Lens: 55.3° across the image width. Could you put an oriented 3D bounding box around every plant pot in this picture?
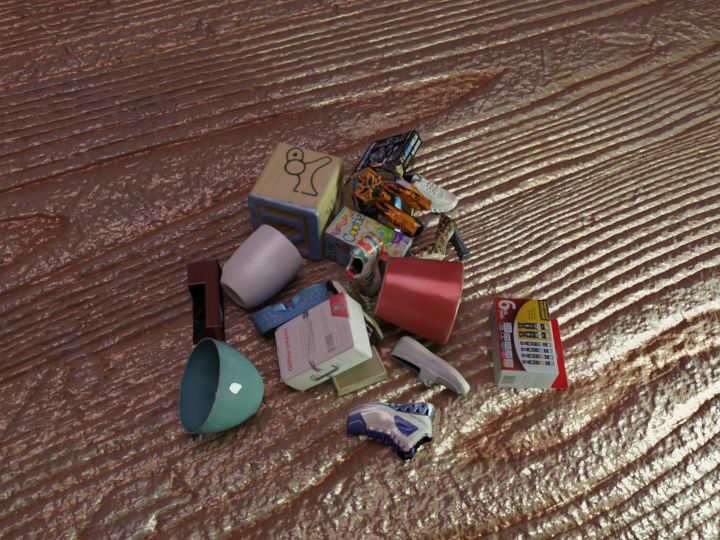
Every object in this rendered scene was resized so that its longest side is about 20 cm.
[{"bbox_3d":[0.132,0.057,1.610,0.176,0.201,0.201,13,55,1],"label":"plant pot"},{"bbox_3d":[-0.290,0.257,1.484,0.134,0.200,0.201,17,47,-33],"label":"plant pot"}]

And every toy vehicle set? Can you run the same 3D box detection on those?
[{"bbox_3d":[-0.032,0.186,1.624,0.123,0.027,0.201,-17,57,-14],"label":"toy vehicle set"}]

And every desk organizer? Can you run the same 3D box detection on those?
[{"bbox_3d":[-0.375,0.074,1.667,0.076,0.072,0.201,-7,55,-4],"label":"desk organizer"}]

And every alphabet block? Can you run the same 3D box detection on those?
[{"bbox_3d":[-0.161,-0.179,1.778,0.194,0.197,0.201,17,55,9],"label":"alphabet block"}]

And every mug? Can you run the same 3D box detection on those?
[{"bbox_3d":[-0.266,-0.005,1.697,0.175,0.148,0.199,-47,37,-21],"label":"mug"}]

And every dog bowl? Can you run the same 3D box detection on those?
[{"bbox_3d":[-0.162,0.093,1.625,0.199,0.111,0.050,-25,83,-1],"label":"dog bowl"}]

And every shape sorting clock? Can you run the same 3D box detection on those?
[{"bbox_3d":[0.046,-0.172,1.801,0.199,0.201,0.039,33,24,20],"label":"shape sorting clock"}]

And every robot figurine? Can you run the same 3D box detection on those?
[{"bbox_3d":[0.073,-0.183,1.724,0.199,0.058,0.146,32,103,3],"label":"robot figurine"}]

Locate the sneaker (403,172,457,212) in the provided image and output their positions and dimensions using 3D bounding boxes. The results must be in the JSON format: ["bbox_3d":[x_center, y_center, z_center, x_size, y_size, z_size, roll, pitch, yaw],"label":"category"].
[{"bbox_3d":[0.173,-0.220,1.890,0.199,0.081,0.075,18,54,9],"label":"sneaker"}]

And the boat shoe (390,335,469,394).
[{"bbox_3d":[0.156,0.232,1.579,0.200,0.070,0.072,34,70,25],"label":"boat shoe"}]

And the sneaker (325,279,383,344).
[{"bbox_3d":[0.001,0.089,1.642,0.088,0.077,0.200,-22,61,-38],"label":"sneaker"}]

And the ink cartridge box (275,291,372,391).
[{"bbox_3d":[-0.086,0.163,1.548,0.199,0.085,0.146,-28,52,20],"label":"ink cartridge box"}]

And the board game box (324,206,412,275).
[{"bbox_3d":[0.018,-0.060,1.754,0.199,0.105,0.103,26,57,15],"label":"board game box"}]

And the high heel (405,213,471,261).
[{"bbox_3d":[0.178,-0.079,1.787,0.199,0.072,0.143,-9,60,-28],"label":"high heel"}]

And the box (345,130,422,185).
[{"bbox_3d":[0.067,-0.301,1.905,0.158,0.046,0.201,-8,39,38],"label":"box"}]

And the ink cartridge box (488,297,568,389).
[{"bbox_3d":[0.401,0.170,1.615,0.174,0.084,0.201,2,54,-1],"label":"ink cartridge box"}]

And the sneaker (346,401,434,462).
[{"bbox_3d":[0.070,0.350,1.477,0.198,0.081,0.116,-3,52,-6],"label":"sneaker"}]

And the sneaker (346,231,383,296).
[{"bbox_3d":[0.000,0.000,1.649,0.093,0.201,0.070,-35,60,-29],"label":"sneaker"}]

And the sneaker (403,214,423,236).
[{"bbox_3d":[0.093,-0.167,1.853,0.199,0.074,0.080,34,58,20],"label":"sneaker"}]
